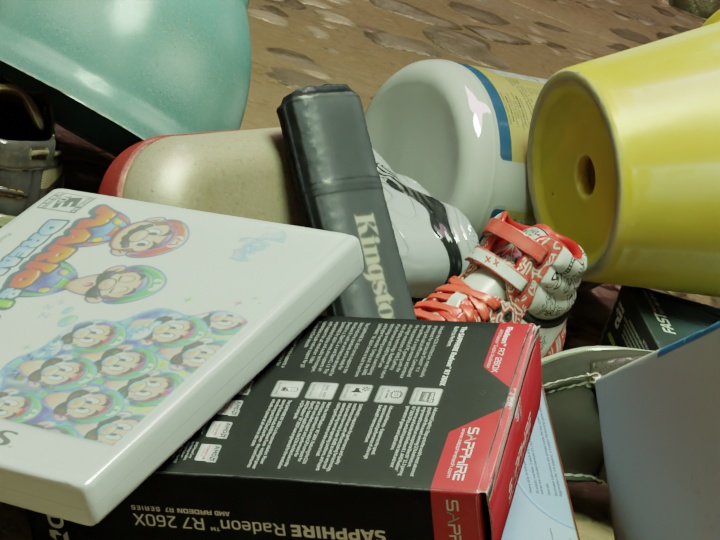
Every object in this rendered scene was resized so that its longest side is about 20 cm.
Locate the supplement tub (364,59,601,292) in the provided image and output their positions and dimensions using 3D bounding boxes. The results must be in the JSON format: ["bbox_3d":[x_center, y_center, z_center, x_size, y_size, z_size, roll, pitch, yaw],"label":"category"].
[{"bbox_3d":[0.108,-0.060,1.339,0.198,0.146,0.145,6,22,-36],"label":"supplement tub"}]

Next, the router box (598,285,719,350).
[{"bbox_3d":[0.233,0.085,1.177,0.148,0.063,0.200,14,18,-10],"label":"router box"}]

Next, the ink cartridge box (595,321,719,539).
[{"bbox_3d":[0.228,0.100,0.854,0.198,0.146,0.147,-1,-14,-18],"label":"ink cartridge box"}]

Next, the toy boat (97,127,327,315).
[{"bbox_3d":[-0.087,-0.007,1.066,0.130,0.132,0.199,-6,2,37],"label":"toy boat"}]

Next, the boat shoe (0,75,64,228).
[{"bbox_3d":[-0.207,-0.077,1.180,0.074,0.074,0.200,15,19,-13],"label":"boat shoe"}]

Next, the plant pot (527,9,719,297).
[{"bbox_3d":[0.214,-0.066,1.219,0.187,0.203,0.201,-7,27,-21],"label":"plant pot"}]

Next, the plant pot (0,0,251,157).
[{"bbox_3d":[-0.148,-0.153,1.249,0.199,0.135,0.200,28,-6,3],"label":"plant pot"}]

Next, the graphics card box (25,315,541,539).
[{"bbox_3d":[-0.030,0.070,0.826,0.198,0.051,0.126,2,32,14],"label":"graphics card box"}]

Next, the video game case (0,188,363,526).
[{"bbox_3d":[-0.124,0.028,0.848,0.181,0.024,0.200,9,34,32],"label":"video game case"}]

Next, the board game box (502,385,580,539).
[{"bbox_3d":[0.046,0.112,0.862,0.102,0.020,0.201,10,40,-17],"label":"board game box"}]

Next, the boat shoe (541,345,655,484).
[{"bbox_3d":[0.155,0.076,1.031,0.199,0.073,0.061,-7,6,-7],"label":"boat shoe"}]

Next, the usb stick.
[{"bbox_3d":[0.000,0.000,1.024,0.032,0.202,0.055,-21,-11,40],"label":"usb stick"}]

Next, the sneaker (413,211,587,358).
[{"bbox_3d":[0.054,0.022,1.103,0.067,0.109,0.200,31,22,33],"label":"sneaker"}]

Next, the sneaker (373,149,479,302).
[{"bbox_3d":[-0.025,-0.035,1.242,0.114,0.076,0.199,-2,24,-42],"label":"sneaker"}]
